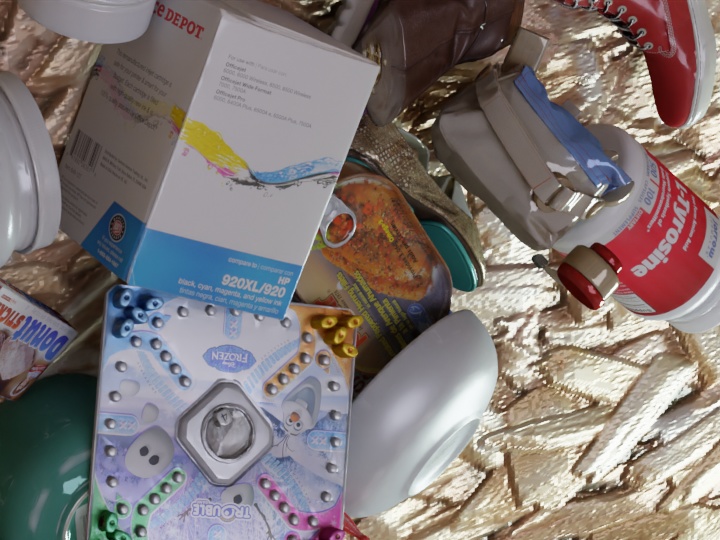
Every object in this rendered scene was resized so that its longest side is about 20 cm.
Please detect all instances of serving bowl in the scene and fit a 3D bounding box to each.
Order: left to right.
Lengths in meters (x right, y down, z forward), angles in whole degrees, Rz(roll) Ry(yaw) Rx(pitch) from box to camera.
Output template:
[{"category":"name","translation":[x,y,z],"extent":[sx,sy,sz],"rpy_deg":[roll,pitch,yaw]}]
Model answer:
[{"category":"serving bowl","translation":[0.044,0.126,1.771],"extent":[0.200,0.066,0.200],"rpy_deg":[-44,164,-16]}]

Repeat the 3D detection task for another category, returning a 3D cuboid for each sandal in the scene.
[{"category":"sandal","translation":[-0.016,-0.133,1.670],"extent":[0.049,0.082,0.204],"rpy_deg":[21,97,-6]}]

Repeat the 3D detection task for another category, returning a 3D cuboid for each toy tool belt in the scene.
[{"category":"toy tool belt","translation":[0.157,-0.082,1.724],"extent":[0.123,0.125,0.200],"rpy_deg":[-44,93,-7]}]

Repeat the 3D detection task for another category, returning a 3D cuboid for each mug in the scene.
[{"category":"mug","translation":[-0.215,0.182,1.659],"extent":[0.152,0.114,0.186],"rpy_deg":[33,90,-38]}]

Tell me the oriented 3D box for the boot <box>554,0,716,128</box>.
[{"category":"boot","translation":[0.212,-0.201,1.808],"extent":[0.143,0.072,0.202],"rpy_deg":[-19,111,-25]}]

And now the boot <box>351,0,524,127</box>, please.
[{"category":"boot","translation":[0.061,-0.219,1.656],"extent":[0.200,0.064,0.188],"rpy_deg":[-31,130,-47]}]

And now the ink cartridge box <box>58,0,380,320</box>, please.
[{"category":"ink cartridge box","translation":[-0.108,-0.094,1.590],"extent":[0.144,0.147,0.202],"rpy_deg":[14,103,-36]}]

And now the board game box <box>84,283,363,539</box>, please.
[{"category":"board game box","translation":[-0.096,0.119,1.621],"extent":[0.198,0.026,0.202],"rpy_deg":[6,84,-24]}]

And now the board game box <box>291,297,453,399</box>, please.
[{"category":"board game box","translation":[-0.041,0.051,1.763],"extent":[0.200,0.041,0.200],"rpy_deg":[-48,128,-7]}]

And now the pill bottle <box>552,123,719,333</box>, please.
[{"category":"pill bottle","translation":[0.238,-0.029,1.870],"extent":[0.200,0.112,0.113],"rpy_deg":[36,89,-38]}]

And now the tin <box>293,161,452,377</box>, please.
[{"category":"tin","translation":[0.000,0.000,1.708],"extent":[0.112,0.042,0.200],"rpy_deg":[-47,135,-14]}]

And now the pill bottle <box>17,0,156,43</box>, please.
[{"category":"pill bottle","translation":[-0.165,-0.262,1.483],"extent":[0.112,0.113,0.201],"rpy_deg":[-3,127,-32]}]

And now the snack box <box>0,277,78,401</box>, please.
[{"category":"snack box","translation":[-0.253,0.047,1.555],"extent":[0.072,0.024,0.200],"rpy_deg":[-48,168,-3]}]

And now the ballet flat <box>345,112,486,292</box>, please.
[{"category":"ballet flat","translation":[0.050,-0.060,1.765],"extent":[0.200,0.070,0.066],"rpy_deg":[47,59,-42]}]

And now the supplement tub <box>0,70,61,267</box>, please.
[{"category":"supplement tub","translation":[-0.313,-0.051,1.476],"extent":[0.199,0.140,0.142],"rpy_deg":[-16,118,-27]}]

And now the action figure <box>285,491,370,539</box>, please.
[{"category":"action figure","translation":[-0.037,0.224,1.742],"extent":[0.065,0.099,0.200],"rpy_deg":[-38,163,-15]}]
